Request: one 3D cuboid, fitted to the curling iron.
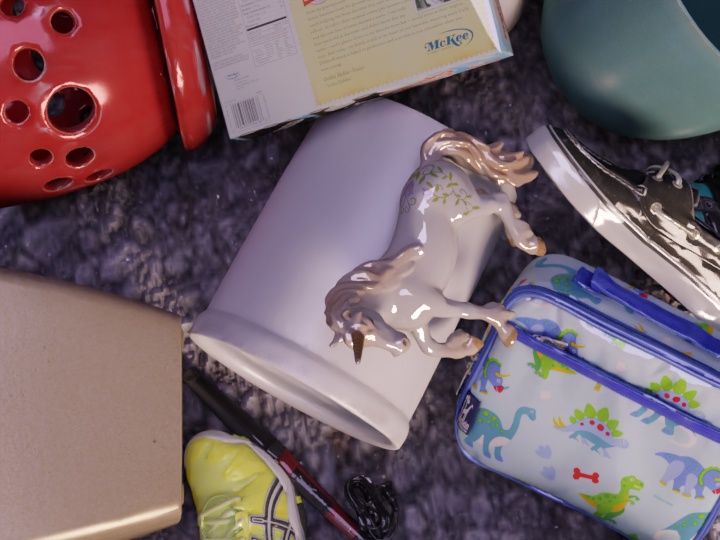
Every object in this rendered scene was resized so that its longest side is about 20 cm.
[{"bbox_3d":[-0.053,0.135,1.044,0.199,0.026,0.050,34,60,14],"label":"curling iron"}]

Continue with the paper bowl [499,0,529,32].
[{"bbox_3d":[0.089,-0.251,1.028,0.104,0.201,0.202,26,80,7],"label":"paper bowl"}]

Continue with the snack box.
[{"bbox_3d":[-0.009,-0.170,0.939,0.199,0.037,0.117,-15,90,18],"label":"snack box"}]

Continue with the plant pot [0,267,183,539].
[{"bbox_3d":[-0.211,0.108,0.980,0.175,0.200,0.202,0,78,-9],"label":"plant pot"}]

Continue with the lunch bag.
[{"bbox_3d":[0.172,0.090,0.975,0.199,0.082,0.162,28,122,8],"label":"lunch bag"}]

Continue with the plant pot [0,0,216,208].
[{"bbox_3d":[-0.204,-0.158,1.025,0.181,0.201,0.202,-10,78,-5],"label":"plant pot"}]

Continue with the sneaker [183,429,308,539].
[{"bbox_3d":[-0.076,0.205,0.993,0.075,0.076,0.201,-32,75,23],"label":"sneaker"}]

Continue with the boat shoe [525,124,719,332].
[{"bbox_3d":[0.199,-0.041,0.961,0.200,0.071,0.064,39,106,-15],"label":"boat shoe"}]

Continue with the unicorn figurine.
[{"bbox_3d":[0.046,0.000,0.895,0.137,0.074,0.201,25,59,-28],"label":"unicorn figurine"}]

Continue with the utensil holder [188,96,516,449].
[{"bbox_3d":[0.000,0.000,0.997,0.169,0.170,0.201,28,78,8],"label":"utensil holder"}]

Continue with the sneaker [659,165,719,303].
[{"bbox_3d":[0.263,-0.059,1.044,0.120,0.084,0.202,13,80,-5],"label":"sneaker"}]

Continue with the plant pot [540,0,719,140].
[{"bbox_3d":[0.225,-0.186,1.008,0.199,0.161,0.202,13,65,-30],"label":"plant pot"}]
